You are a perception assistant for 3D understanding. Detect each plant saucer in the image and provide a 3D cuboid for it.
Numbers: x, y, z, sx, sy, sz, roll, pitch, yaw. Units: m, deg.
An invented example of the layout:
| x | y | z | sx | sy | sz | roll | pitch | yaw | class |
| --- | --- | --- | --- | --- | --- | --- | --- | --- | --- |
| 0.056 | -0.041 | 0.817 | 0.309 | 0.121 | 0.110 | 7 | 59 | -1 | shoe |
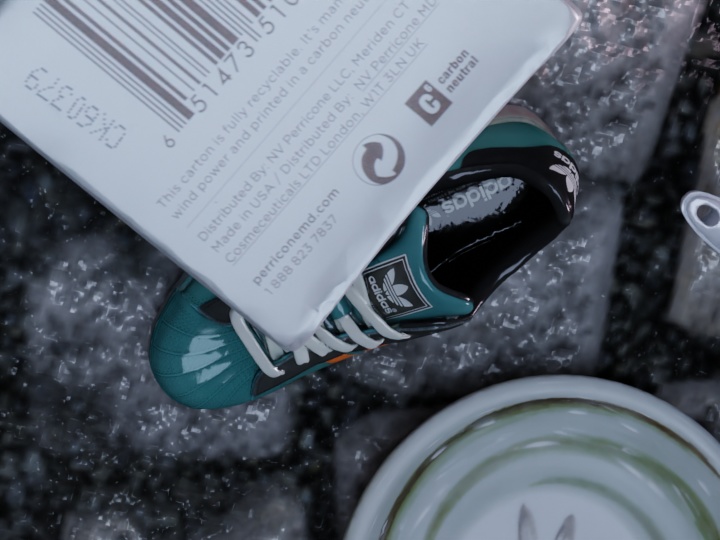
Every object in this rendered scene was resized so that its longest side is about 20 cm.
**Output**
| x | y | z | sx | sy | sz | roll | pitch | yaw | class |
| --- | --- | --- | --- | --- | --- | --- | --- | --- | --- |
| 0.084 | 0.145 | 1.192 | 0.199 | 0.050 | 0.201 | 0 | 89 | -8 | plant saucer |

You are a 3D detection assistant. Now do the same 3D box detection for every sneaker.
| x | y | z | sx | sy | sz | roll | pitch | yaw | class |
| --- | --- | --- | --- | --- | --- | --- | --- | --- | --- |
| 0.000 | 0.000 | 1.131 | 0.200 | 0.080 | 0.071 | -32 | 110 | 3 | sneaker |

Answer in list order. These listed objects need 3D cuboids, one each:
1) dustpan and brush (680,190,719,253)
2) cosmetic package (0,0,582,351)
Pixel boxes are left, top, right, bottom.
| x | y | z | sx | sy | sz | roll | pitch | yaw | class |
| --- | --- | --- | --- | --- | --- | --- | --- | --- | --- |
| 0.207 | 0.019 | 1.179 | 0.200 | 0.057 | 0.140 | 36 | 99 | -18 | dustpan and brush |
| -0.045 | -0.105 | 1.028 | 0.165 | 0.200 | 0.165 | 39 | 99 | -17 | cosmetic package |
